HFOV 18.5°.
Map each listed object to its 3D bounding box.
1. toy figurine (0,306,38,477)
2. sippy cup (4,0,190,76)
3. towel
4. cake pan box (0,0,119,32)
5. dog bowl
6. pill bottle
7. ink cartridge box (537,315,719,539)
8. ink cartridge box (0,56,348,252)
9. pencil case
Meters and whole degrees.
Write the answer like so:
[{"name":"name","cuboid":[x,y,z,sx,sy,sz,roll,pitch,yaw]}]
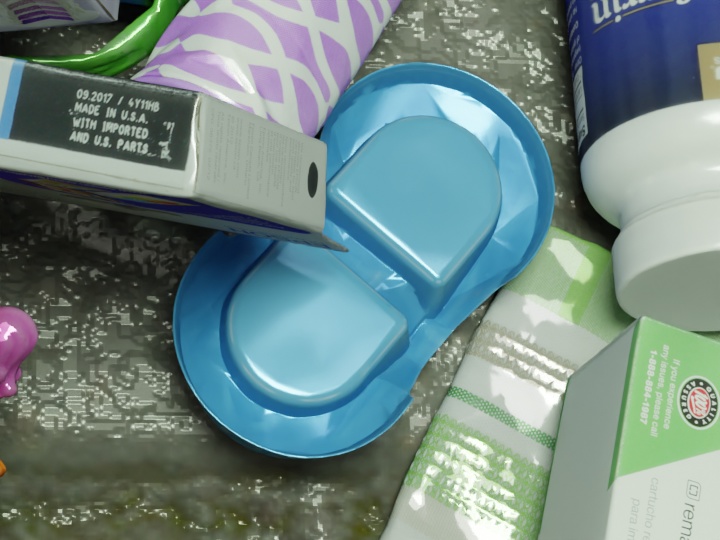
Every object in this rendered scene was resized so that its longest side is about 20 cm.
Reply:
[{"name":"toy figurine","cuboid":[-0.192,0.053,0.842,0.199,0.150,0.185,29,95,-21]},{"name":"sippy cup","cuboid":[-0.147,-0.174,0.970,0.129,0.141,0.178,-10,36,-2]},{"name":"towel","cuboid":[0.101,0.090,0.973,0.148,0.031,0.201,27,69,-2]},{"name":"cake pan box","cuboid":[-0.181,-0.182,0.882,0.182,0.052,0.202,-2,71,17]},{"name":"dog bowl","cuboid":[0.000,0.000,0.975,0.111,0.050,0.200,40,70,4]},{"name":"pill bottle","cuboid":[0.152,-0.083,0.988,0.114,0.116,0.202,1,67,-10]},{"name":"ink cartridge box","cuboid":[0.179,0.124,0.917,0.198,0.088,0.146,20,63,-12]},{"name":"ink cartridge box","cuboid":[-0.118,-0.050,0.859,0.196,0.200,0.044,10,87,16]},{"name":"pencil case","cuboid":[-0.032,-0.119,0.972,0.084,0.085,0.201,56,49,-31]}]
